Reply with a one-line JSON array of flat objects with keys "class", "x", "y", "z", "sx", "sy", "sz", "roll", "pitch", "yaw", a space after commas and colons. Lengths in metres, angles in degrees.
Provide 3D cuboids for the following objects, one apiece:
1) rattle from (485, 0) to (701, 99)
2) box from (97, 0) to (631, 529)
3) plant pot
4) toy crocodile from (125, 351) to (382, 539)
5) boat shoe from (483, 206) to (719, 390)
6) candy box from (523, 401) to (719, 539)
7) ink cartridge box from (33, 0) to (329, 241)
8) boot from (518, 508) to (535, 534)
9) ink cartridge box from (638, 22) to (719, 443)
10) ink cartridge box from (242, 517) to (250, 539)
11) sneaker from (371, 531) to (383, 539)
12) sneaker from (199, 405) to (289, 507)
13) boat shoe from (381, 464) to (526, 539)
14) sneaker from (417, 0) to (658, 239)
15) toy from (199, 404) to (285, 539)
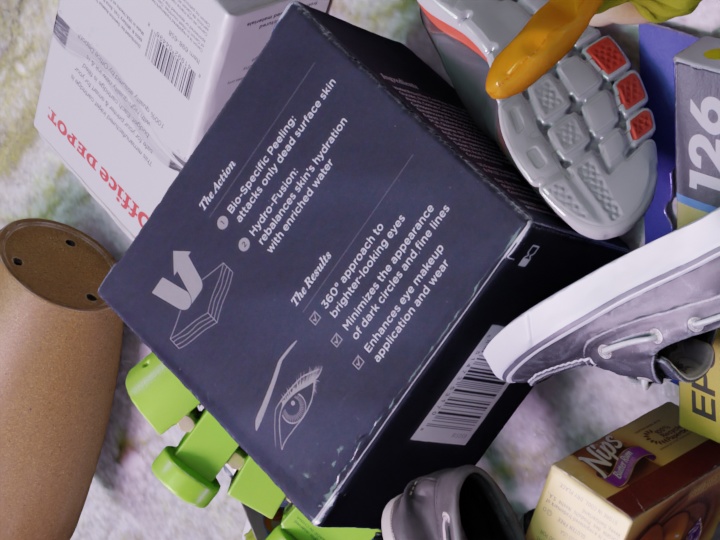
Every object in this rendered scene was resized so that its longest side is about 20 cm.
[{"class": "rattle", "x": 0.079, "y": -0.199, "z": 1.233, "sx": 0.130, "sy": 0.143, "sz": 0.200, "roll": 22, "pitch": 133, "yaw": 68}, {"class": "box", "x": 0.000, "y": 0.000, "z": 1.384, "sx": 0.200, "sy": 0.117, "sz": 0.197, "roll": 45, "pitch": 108, "yaw": 29}, {"class": "plant pot", "x": -0.240, "y": 0.070, "z": 1.770, "sx": 0.186, "sy": 0.186, "sz": 0.200, "roll": 49, "pitch": 126, "yaw": 26}, {"class": "toy crocodile", "x": -0.047, "y": 0.115, "z": 1.450, "sx": 0.200, "sy": 0.062, "sz": 0.068, "roll": 36, "pitch": 99, "yaw": -3}, {"class": "boat shoe", "x": 0.139, "y": 0.025, "z": 1.246, "sx": 0.200, "sy": 0.072, "sz": 0.068, "roll": -31, "pitch": 84, "yaw": 42}, {"class": "candy box", "x": 0.120, "y": 0.176, "z": 1.348, "sx": 0.056, "sy": 0.117, "sz": 0.200, "roll": 34, "pitch": 123, "yaw": 26}, {"class": "ink cartridge box", "x": -0.110, "y": -0.127, "z": 1.558, "sx": 0.144, "sy": 0.084, "sz": 0.200, "roll": 47, "pitch": 138, "yaw": 27}, {"class": "boot", "x": 0.070, "y": 0.157, "z": 1.493, "sx": 0.131, "sy": 0.068, "sz": 0.200, "roll": -34, "pitch": 87, "yaw": 49}, {"class": "ink cartridge box", "x": 0.195, "y": -0.005, "z": 1.253, "sx": 0.200, "sy": 0.047, "sz": 0.198, "roll": 20, "pitch": 122, "yaw": 45}, {"class": "ink cartridge box", "x": -0.005, "y": 0.234, "z": 1.639, "sx": 0.200, "sy": 0.044, "sz": 0.174, "roll": 52, "pitch": 153, "yaw": 22}, {"class": "sneaker", "x": 0.049, "y": 0.212, "z": 1.401, "sx": 0.075, "sy": 0.079, "sz": 0.200, "roll": 5, "pitch": 141, "yaw": 31}, {"class": "sneaker", "x": -0.041, "y": 0.035, "z": 1.509, "sx": 0.086, "sy": 0.078, "sz": 0.200, "roll": -24, "pitch": 60, "yaw": 46}, {"class": "boat shoe", "x": 0.074, "y": 0.189, "z": 1.269, "sx": 0.057, "sy": 0.067, "sz": 0.200, "roll": -35, "pitch": 78, "yaw": 45}, {"class": "sneaker", "x": 0.090, "y": -0.091, "z": 1.335, "sx": 0.082, "sy": 0.077, "sz": 0.200, "roll": 86, "pitch": 158, "yaw": -62}, {"class": "toy", "x": -0.037, "y": 0.153, "z": 1.543, "sx": 0.047, "sy": 0.115, "sz": 0.200, "roll": -37, "pitch": 64, "yaw": 36}]
